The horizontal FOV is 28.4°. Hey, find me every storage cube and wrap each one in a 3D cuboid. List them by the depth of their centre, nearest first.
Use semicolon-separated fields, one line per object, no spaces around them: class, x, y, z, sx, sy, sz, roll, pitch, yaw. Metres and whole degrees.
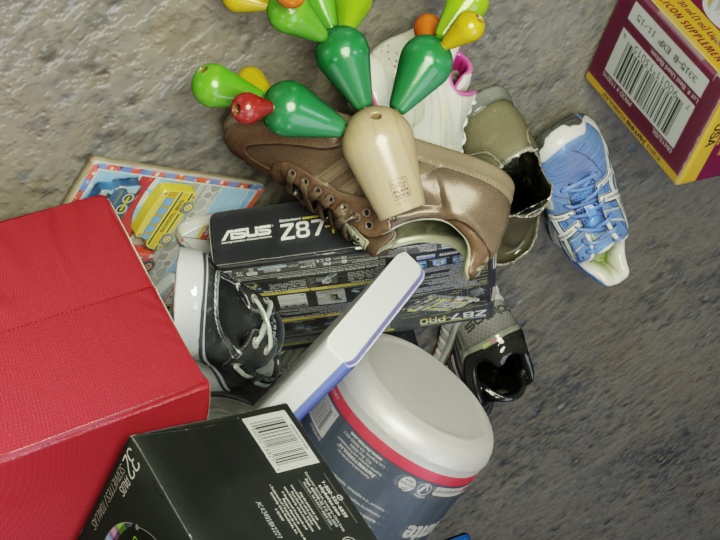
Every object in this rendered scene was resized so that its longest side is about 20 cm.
storage cube;-0.212;0.087;0.899;0.178;0.171;0.201;-18;145;-25

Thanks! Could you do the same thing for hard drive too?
hard drive;-0.043;0.082;0.974;0.200;0.025;0.132;-47;-179;36

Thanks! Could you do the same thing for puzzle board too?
puzzle board;-0.171;0.007;1.007;0.150;0.017;0.200;6;131;-45

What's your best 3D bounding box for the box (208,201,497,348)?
box;0.000;0.000;1.038;0.198;0.050;0.162;-9;153;1

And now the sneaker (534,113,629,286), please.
sneaker;0.191;-0.058;1.189;0.075;0.077;0.200;-33;146;2

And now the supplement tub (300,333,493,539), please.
supplement tub;-0.005;0.161;1.087;0.140;0.141;0.201;10;123;-48

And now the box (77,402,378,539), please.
box;-0.093;0.207;0.870;0.124;0.149;0.201;-7;139;-42

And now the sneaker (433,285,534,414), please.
sneaker;0.113;0.099;1.316;0.073;0.088;0.201;-21;146;-19

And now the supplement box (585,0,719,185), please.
supplement box;0.298;-0.159;1.102;0.199;0.131;0.104;-14;143;-30

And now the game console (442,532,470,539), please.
game console;-0.006;0.327;1.391;0.169;0.120;0.199;-4;179;36

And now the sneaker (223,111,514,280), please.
sneaker;-0.001;-0.052;0.929;0.071;0.198;0.076;85;20;-73

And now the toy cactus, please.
toy cactus;0.004;-0.116;0.873;0.199;0.166;0.102;-21;-179;-23

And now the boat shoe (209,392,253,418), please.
boat shoe;-0.072;0.168;1.193;0.200;0.066;0.072;45;71;-28

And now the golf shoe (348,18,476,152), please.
golf shoe;0.053;-0.101;1.017;0.091;0.075;0.200;-38;151;-4

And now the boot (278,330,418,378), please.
boot;-0.024;0.086;1.208;0.164;0.066;0.201;-25;151;-10

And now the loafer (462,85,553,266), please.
loafer;0.110;-0.057;1.124;0.075;0.070;0.200;-30;148;-6

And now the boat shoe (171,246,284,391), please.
boat shoe;-0.085;0.039;0.960;0.067;0.072;0.200;1;158;3
